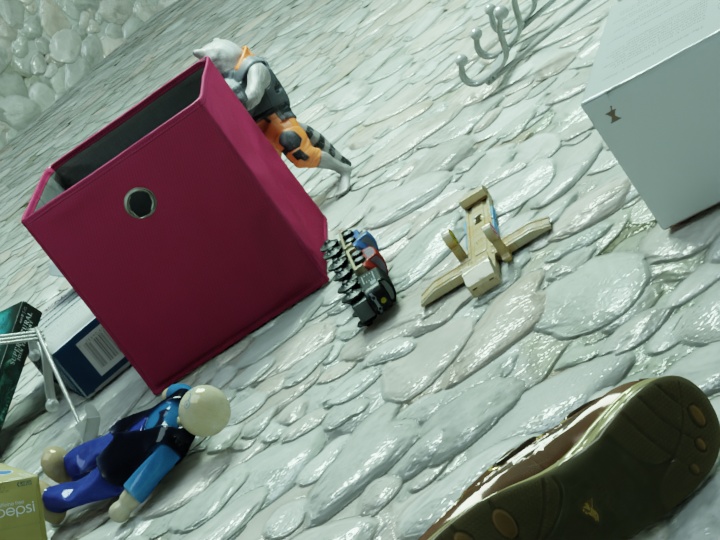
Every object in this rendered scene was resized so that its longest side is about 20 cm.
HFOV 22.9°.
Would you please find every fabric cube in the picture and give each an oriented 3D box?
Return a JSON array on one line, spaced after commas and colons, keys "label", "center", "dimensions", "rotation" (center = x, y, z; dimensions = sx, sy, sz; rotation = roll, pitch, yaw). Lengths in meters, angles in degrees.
[{"label": "fabric cube", "center": [-0.163, -0.045, 1.621], "dimensions": [0.196, 0.199, 0.200], "rotation": [-33, 16, 8]}]

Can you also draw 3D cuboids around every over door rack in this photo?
[{"label": "over door rack", "center": [0.189, -0.270, 1.748], "dimensions": [0.200, 0.067, 0.148], "rotation": [-26, 19, 31]}, {"label": "over door rack", "center": [-0.336, 0.121, 1.610], "dimensions": [0.148, 0.067, 0.200], "rotation": [-7, 26, -24]}]

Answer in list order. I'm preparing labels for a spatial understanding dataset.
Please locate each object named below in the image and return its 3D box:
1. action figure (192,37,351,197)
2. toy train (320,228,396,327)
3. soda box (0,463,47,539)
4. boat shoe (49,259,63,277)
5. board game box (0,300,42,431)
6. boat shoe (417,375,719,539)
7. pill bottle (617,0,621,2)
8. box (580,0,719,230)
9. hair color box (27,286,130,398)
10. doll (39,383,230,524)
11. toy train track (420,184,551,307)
[{"label": "action figure", "center": [-0.106, -0.153, 1.816], "dimensions": [0.105, 0.193, 0.200], "rotation": [-41, 17, -20]}, {"label": "toy train", "center": [0.000, 0.000, 1.458], "dimensions": [0.046, 0.034, 0.200], "rotation": [-32, 17, 2]}, {"label": "soda box", "center": [-0.303, 0.192, 1.417], "dimensions": [0.068, 0.064, 0.200], "rotation": [-9, 2, -22]}, {"label": "boat shoe", "center": [-0.228, -0.028, 1.820], "dimensions": [0.200, 0.068, 0.072], "rotation": [-6, 0, 22]}, {"label": "board game box", "center": [-0.392, 0.135, 1.764], "dimensions": [0.135, 0.028, 0.200], "rotation": [-22, 43, 40]}, {"label": "boat shoe", "center": [0.088, 0.123, 0.879], "dimensions": [0.200, 0.072, 0.068], "rotation": [-35, 10, -19]}, {"label": "pill bottle", "center": [0.297, -0.316, 1.598], "dimensions": [0.114, 0.114, 0.200], "rotation": [-17, 25, 49]}, {"label": "box", "center": [0.250, -0.141, 1.212], "dimensions": [0.152, 0.106, 0.200], "rotation": [-27, 18, 26]}, {"label": "hair color box", "center": [-0.277, 0.065, 1.792], "dimensions": [0.100, 0.061, 0.200], "rotation": [-41, 17, -14]}, {"label": "doll", "center": [-0.176, 0.142, 1.390], "dimensions": [0.200, 0.048, 0.136], "rotation": [-28, 29, 32]}, {"label": "toy train track", "center": [0.087, -0.032, 1.372], "dimensions": [0.115, 0.033, 0.200], "rotation": [-32, 15, 13]}]
